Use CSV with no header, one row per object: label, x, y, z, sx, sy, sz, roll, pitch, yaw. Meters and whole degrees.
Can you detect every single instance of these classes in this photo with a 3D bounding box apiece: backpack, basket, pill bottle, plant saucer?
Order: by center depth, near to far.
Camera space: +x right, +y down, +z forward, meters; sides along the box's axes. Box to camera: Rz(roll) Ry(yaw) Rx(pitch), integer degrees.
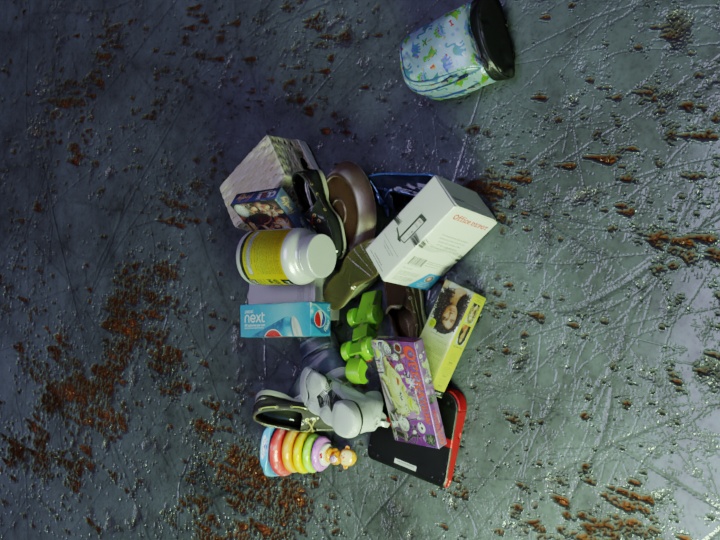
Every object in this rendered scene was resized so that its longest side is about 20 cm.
backpack,0.171,-0.405,1.663,0.199,0.152,0.166,-18,78,50
pill bottle,-0.148,-0.027,1.774,0.198,0.112,0.114,-1,83,41
plant saucer,-0.033,-0.120,1.798,0.199,0.032,0.203,23,117,54
basket,-0.198,-0.186,1.934,0.200,0.123,0.137,-41,59,27

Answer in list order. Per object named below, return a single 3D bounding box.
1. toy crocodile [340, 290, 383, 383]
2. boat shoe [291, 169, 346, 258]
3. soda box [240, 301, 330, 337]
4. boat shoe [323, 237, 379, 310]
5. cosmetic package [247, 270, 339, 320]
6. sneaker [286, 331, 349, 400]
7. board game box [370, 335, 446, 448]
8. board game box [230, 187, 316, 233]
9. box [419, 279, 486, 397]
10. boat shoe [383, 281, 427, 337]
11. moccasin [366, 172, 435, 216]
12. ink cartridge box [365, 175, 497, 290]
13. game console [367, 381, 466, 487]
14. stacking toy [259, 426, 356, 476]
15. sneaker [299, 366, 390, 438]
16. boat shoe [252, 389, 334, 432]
toy crocodile,0.010,0.126,1.732,0.067,0.062,0.202,-17,46,33
boat shoe,-0.085,-0.113,1.799,0.074,0.062,0.204,-43,63,51
soda box,-0.153,0.100,1.786,0.198,0.064,0.069,-5,84,39
boat shoe,0.000,0.001,1.768,0.072,0.066,0.201,49,123,11
cosmetic package,-0.143,0.054,1.877,0.198,0.084,0.109,-4,80,40
sneaker,-0.113,0.202,1.831,0.202,0.076,0.148,-38,63,29
board game box,0.087,0.218,1.602,0.119,0.032,0.203,-4,104,46
board game box,-0.165,-0.085,1.852,0.134,0.201,0.035,-4,46,39
box,0.152,0.125,1.621,0.075,0.050,0.202,23,90,40
boat shoe,0.082,0.069,1.692,0.074,0.074,0.204,-35,62,30
moccasin,0.070,-0.150,1.729,0.198,0.080,0.069,-1,69,41
ink cartridge box,0.131,-0.065,1.626,0.200,0.145,0.085,-46,56,24
game console,0.105,0.295,1.672,0.198,0.031,0.180,13,95,41
stacking toy,-0.096,0.370,1.791,0.198,0.109,0.118,3,83,29
sneaker,-0.031,0.253,1.703,0.199,0.114,0.076,37,113,45
boat shoe,-0.118,0.295,1.767,0.061,0.198,0.072,-78,-1,-53
